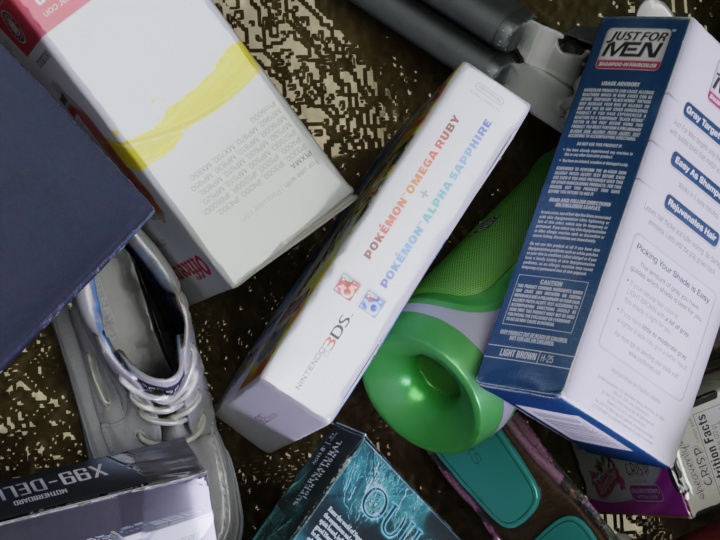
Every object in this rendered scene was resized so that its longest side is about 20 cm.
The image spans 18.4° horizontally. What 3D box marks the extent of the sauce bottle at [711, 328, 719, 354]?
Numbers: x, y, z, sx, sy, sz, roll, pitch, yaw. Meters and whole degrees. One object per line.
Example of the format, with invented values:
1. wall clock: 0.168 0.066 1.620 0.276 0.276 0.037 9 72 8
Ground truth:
1. sauce bottle: 0.197 0.003 1.180 0.065 0.200 0.065 32 40 -32

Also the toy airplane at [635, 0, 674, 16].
1. toy airplane: 0.240 -0.093 1.217 0.199 0.141 0.200 -41 106 -2

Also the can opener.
1. can opener: 0.076 -0.126 1.191 0.199 0.053 0.066 31 39 14

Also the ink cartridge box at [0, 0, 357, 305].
1. ink cartridge box: -0.106 -0.085 1.118 0.083 0.145 0.200 -39 96 -15

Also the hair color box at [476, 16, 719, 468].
1. hair color box: 0.137 -0.015 1.100 0.100 0.060 0.201 33 73 -42

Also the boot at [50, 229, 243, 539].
1. boot: -0.109 0.065 1.130 0.073 0.096 0.201 -25 92 -16

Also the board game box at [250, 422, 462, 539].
1. board game box: 0.009 0.189 1.140 0.136 0.028 0.200 -53 128 -17

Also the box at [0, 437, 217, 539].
1. box: -0.142 0.198 1.098 0.157 0.050 0.201 -12 112 -16

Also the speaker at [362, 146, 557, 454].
1. speaker: 0.085 0.009 1.164 0.089 0.088 0.200 51 50 -6

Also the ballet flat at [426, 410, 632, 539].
1. ballet flat: 0.102 0.135 1.173 0.069 0.071 0.200 -45 66 25

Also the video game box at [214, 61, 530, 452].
1. video game box: 0.000 0.000 1.114 0.047 0.200 0.183 31 77 -4

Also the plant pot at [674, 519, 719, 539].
1. plant pot: 0.227 0.210 1.171 0.199 0.177 0.202 2 84 -15

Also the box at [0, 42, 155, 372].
1. box: -0.229 0.024 1.014 0.117 0.200 0.197 47 51 -7

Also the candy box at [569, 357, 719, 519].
1. candy box: 0.228 0.073 1.204 0.199 0.136 0.061 -19 90 -15
